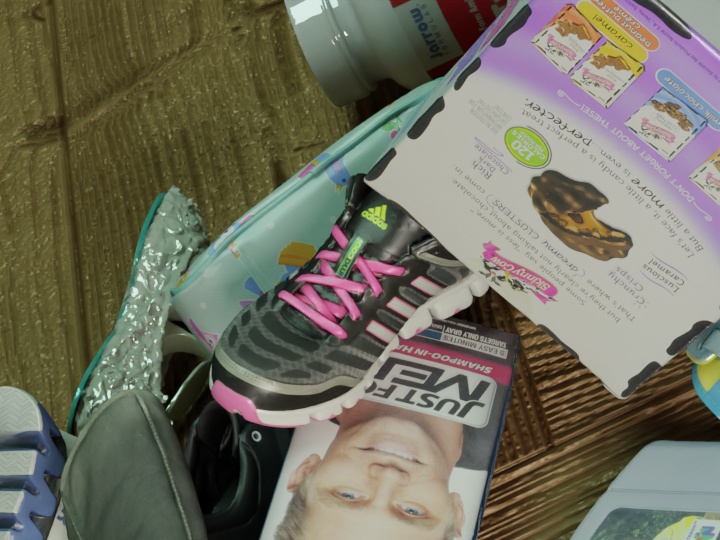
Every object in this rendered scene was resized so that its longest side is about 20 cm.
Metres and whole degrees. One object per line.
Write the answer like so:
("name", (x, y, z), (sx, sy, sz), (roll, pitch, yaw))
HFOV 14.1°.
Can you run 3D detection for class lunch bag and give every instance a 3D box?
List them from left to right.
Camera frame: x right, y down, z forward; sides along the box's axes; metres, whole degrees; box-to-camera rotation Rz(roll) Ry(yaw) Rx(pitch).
("lunch bag", (-0.009, -0.022, 1.583), (0.200, 0.077, 0.160), (-37, 0, -6))

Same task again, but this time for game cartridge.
("game cartridge", (0.142, 0.155, 1.312), (0.133, 0.041, 0.200), (-5, 40, 40))

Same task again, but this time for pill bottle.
("pill bottle", (0.059, -0.178, 1.757), (0.199, 0.112, 0.112), (-25, 33, 10))

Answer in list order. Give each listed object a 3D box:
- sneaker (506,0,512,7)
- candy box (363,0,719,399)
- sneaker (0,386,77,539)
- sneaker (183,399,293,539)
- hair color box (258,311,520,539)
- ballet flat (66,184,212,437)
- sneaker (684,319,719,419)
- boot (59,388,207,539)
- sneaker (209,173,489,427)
("sneaker", (0.106, -0.116, 1.506), (0.081, 0.088, 0.200), (-9, 38, 32))
("candy box", (0.125, -0.058, 1.342), (0.200, 0.168, 0.072), (-45, 7, 46))
("sneaker", (-0.163, 0.170, 1.498), (0.080, 0.115, 0.200), (2, 74, 43))
("sneaker", (-0.042, 0.089, 1.502), (0.072, 0.083, 0.200), (4, 46, 41))
("hair color box", (0.012, 0.106, 1.419), (0.100, 0.061, 0.200), (13, 43, 4))
("ballet flat", (-0.110, 0.036, 1.663), (0.071, 0.072, 0.200), (-11, 39, 28))
("sneaker", (0.220, 0.015, 1.354), (0.131, 0.079, 0.200), (-50, 0, -19))
("boot", (-0.104, 0.178, 1.371), (0.200, 0.072, 0.182), (46, 118, 51))
("sneaker", (0.000, 0.000, 1.421), (0.074, 0.088, 0.200), (35, 49, 26))
